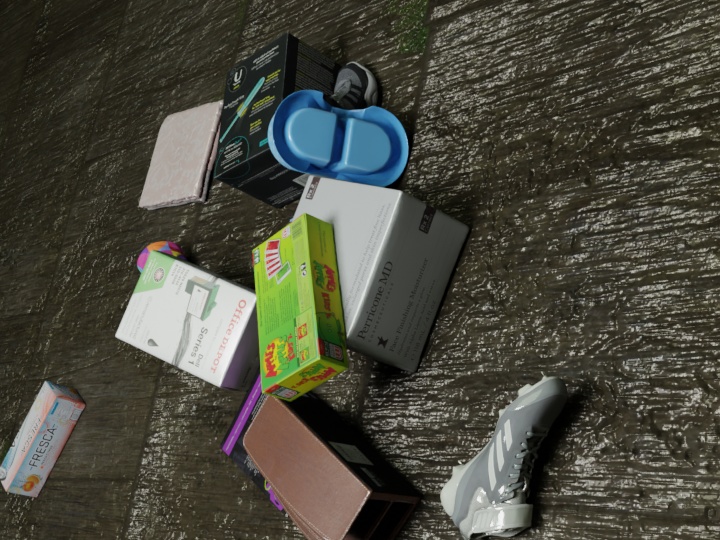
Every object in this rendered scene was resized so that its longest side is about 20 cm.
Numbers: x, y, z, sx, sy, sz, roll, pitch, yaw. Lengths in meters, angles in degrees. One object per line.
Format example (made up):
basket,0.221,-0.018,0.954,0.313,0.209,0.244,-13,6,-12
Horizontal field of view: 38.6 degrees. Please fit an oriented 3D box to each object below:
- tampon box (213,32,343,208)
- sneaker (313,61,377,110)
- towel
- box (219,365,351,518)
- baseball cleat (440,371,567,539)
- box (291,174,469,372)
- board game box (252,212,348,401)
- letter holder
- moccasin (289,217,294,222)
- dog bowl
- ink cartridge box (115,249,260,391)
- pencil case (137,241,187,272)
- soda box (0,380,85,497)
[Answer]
tampon box,-0.120,-0.225,1.561,0.150,0.126,0.200,-21,55,41
sneaker,-0.038,-0.242,1.480,0.075,0.114,0.200,-34,43,38
towel,-0.316,-0.205,1.850,0.200,0.032,0.191,-3,70,48
box,-0.105,0.224,1.384,0.200,0.036,0.143,32,96,52
baseball cleat,0.166,0.206,1.072,0.200,0.070,0.106,-56,45,26
box,0.000,0.000,1.305,0.200,0.131,0.199,16,84,51
board game box,-0.074,0.043,1.227,0.102,0.048,0.200,-33,50,35
letter holder,-0.054,0.261,1.225,0.200,0.101,0.142,39,102,39
moccasin,-0.068,-0.043,1.442,0.068,0.080,0.200,6,74,38
dog bowl,-0.034,-0.174,1.391,0.050,0.200,0.112,-3,78,64
ink cartridge box,-0.236,0.073,1.508,0.200,0.084,0.146,21,88,24
pencil case,-0.304,0.036,1.671,0.088,0.088,0.200,-50,40,18
soda box,-0.576,0.304,1.853,0.068,0.064,0.200,34,97,51
